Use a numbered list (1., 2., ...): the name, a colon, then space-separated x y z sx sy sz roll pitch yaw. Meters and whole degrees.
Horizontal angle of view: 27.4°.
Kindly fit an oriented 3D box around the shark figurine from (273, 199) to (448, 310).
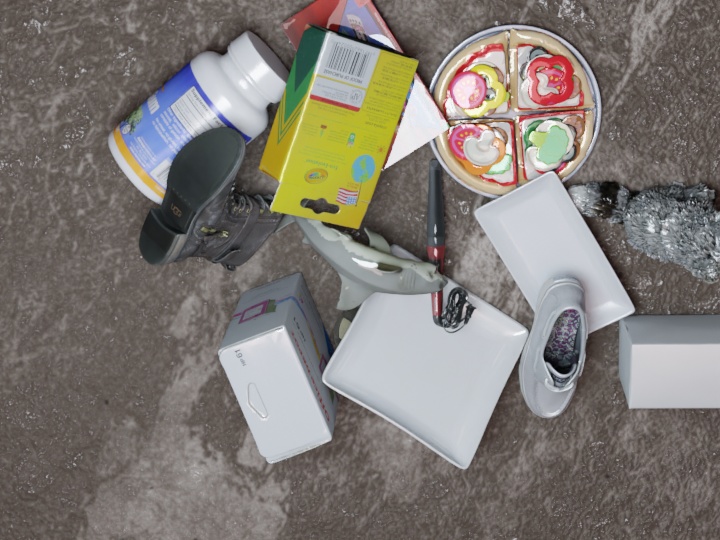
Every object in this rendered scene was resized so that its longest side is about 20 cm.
1. shark figurine: -0.020 -0.006 1.657 0.214 0.128 0.090 28 109 14

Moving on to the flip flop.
1. flip flop: 0.059 0.105 1.746 0.200 0.058 0.081 16 65 -15

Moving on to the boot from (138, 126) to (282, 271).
1. boot: -0.145 -0.077 1.650 0.069 0.174 0.200 51 119 24

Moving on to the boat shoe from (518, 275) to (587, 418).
1. boat shoe: 0.230 0.103 1.710 0.072 0.069 0.200 7 125 -6

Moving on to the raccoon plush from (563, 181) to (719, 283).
1. raccoon plush: 0.330 -0.038 1.648 0.199 0.134 0.097 0 107 3

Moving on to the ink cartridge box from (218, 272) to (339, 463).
1. ink cartridge box: -0.086 0.107 1.678 0.084 0.200 0.145 -20 105 10

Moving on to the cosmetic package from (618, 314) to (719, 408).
1. cosmetic package: 0.403 0.103 1.703 0.199 0.108 0.085 -1 108 5

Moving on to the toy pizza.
1. toy pizza: 0.173 -0.175 1.666 0.200 0.032 0.201 0 106 1

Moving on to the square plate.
1. square plate: 0.075 0.100 1.705 0.198 0.028 0.200 33 62 -8

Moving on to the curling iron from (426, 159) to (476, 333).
1. curling iron: 0.096 -0.028 1.703 0.049 0.026 0.201 -9 90 -17

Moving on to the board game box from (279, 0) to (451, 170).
1. board game box: 0.006 -0.218 1.655 0.103 0.019 0.200 -32 95 12

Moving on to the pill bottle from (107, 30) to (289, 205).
1. pill bottle: -0.174 -0.172 1.644 0.200 0.112 0.112 -39 101 12

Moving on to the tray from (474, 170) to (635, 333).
1. tray: 0.226 -0.014 1.710 0.107 0.022 0.200 -27 107 19

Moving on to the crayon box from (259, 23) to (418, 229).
1. crayon box: -0.029 -0.154 1.601 0.127 0.051 0.200 12 103 -37
